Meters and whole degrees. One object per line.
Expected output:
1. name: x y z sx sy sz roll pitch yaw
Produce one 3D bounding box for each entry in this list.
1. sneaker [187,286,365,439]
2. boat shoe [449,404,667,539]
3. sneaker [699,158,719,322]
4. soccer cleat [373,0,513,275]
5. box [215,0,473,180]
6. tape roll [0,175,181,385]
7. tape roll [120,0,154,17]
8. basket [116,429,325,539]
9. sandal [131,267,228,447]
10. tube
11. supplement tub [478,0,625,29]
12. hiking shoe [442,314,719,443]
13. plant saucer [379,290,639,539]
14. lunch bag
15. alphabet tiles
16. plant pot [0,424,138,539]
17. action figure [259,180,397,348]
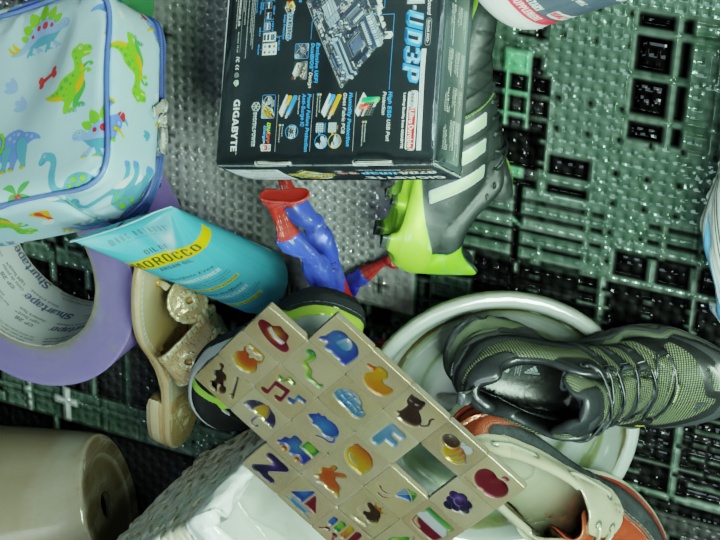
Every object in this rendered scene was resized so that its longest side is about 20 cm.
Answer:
1. sneaker: -0.066 0.082 1.219 0.072 0.083 0.200 19 145 -23
2. boat shoe: 0.137 0.161 1.188 0.200 0.063 0.071 40 105 -21
3. sneaker: 0.242 -0.053 1.088 0.072 0.072 0.200 19 118 49
4. soccer cleat: 0.068 -0.090 1.164 0.081 0.068 0.200 10 113 -12
5. box: -0.008 -0.159 1.117 0.159 0.046 0.200 1 84 27
6. tape roll: -0.237 -0.019 1.336 0.200 0.085 0.200 12 119 21
7. tape roll: -0.245 -0.216 1.264 0.200 0.048 0.201 11 118 22
8. basket: -0.060 0.229 1.303 0.161 0.198 0.200 -30 99 39
9. sandal: -0.121 0.059 1.315 0.070 0.078 0.212 18 135 17
10. tube: -0.115 -0.012 1.212 0.077 0.200 0.050 -22 70 18
11. supplement tub: 0.156 -0.228 0.997 0.200 0.140 0.140 -14 107 32
12. hiking shoe: 0.154 0.083 1.135 0.200 0.101 0.076 3 115 -3
13. plant saucer: 0.093 0.099 1.222 0.200 0.050 0.200 0 113 -1
14. lunch bag: -0.227 -0.103 1.196 0.200 0.082 0.161 -11 71 28
15. alphabet tiles: -0.012 0.113 1.160 0.200 0.008 0.167 43 132 -5
16. plant pot: -0.281 0.206 1.424 0.173 0.200 0.200 -11 109 13
17. action figure: 0.000 0.000 1.223 0.099 0.065 0.200 -3 138 11
